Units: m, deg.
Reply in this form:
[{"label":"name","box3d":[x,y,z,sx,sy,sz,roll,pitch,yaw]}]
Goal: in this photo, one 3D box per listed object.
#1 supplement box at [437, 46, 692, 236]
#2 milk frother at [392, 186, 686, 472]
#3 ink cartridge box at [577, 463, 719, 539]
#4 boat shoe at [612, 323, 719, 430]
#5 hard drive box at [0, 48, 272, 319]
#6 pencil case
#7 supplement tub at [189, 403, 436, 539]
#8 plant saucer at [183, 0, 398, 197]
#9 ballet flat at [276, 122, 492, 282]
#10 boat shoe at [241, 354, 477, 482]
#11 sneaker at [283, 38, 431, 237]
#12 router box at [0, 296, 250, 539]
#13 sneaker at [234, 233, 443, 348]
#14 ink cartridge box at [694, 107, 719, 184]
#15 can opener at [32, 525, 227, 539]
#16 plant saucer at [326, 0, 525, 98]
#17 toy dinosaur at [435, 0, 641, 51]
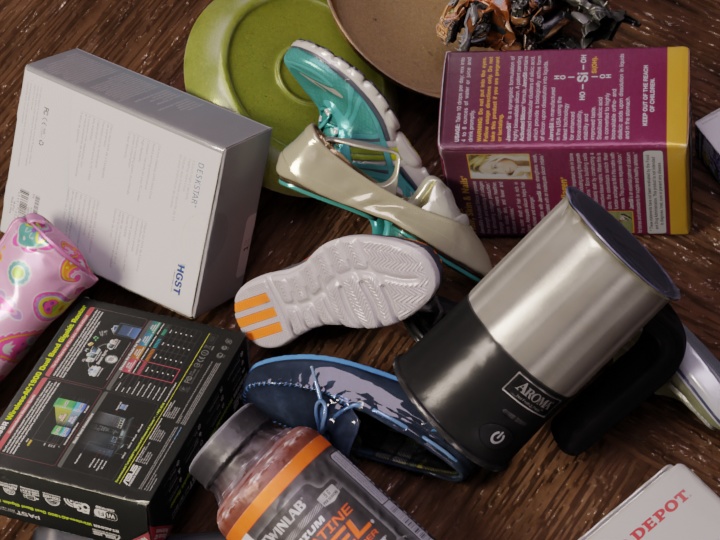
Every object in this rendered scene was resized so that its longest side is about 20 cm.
[{"label":"supplement box","box3d":[0.170,-0.103,1.721,0.200,0.131,0.103,0,58,9]},{"label":"milk frother","box3d":[0.125,0.025,1.595,0.188,0.180,0.200,-45,54,13]},{"label":"ink cartridge box","box3d":[0.246,0.260,1.520,0.145,0.083,0.200,-37,61,-13]},{"label":"boat shoe","box3d":[0.227,0.063,1.659,0.062,0.072,0.200,-47,57,10]},{"label":"hard drive box","box3d":[-0.187,-0.073,1.743,0.200,0.156,0.077,24,27,21]},{"label":"pencil case","box3d":[-0.306,0.045,1.708,0.200,0.087,0.087,-45,61,3]},{"label":"supplement tub","box3d":[-0.032,0.190,1.565,0.200,0.107,0.107,41,72,7]},{"label":"plant saucer","box3d":[-0.051,-0.160,1.785,0.200,0.031,0.200,10,67,-24]},{"label":"ballet flat","box3d":[0.031,-0.058,1.685,0.200,0.069,0.070,26,64,-10]},{"label":"boat shoe","box3d":[-0.002,0.115,1.646,0.200,0.084,0.069,7,49,16]},{"label":"sneaker","box3d":[-0.004,-0.099,1.728,0.080,0.078,0.200,-36,103,-12]},{"label":"router box","box3d":[-0.191,0.118,1.655,0.150,0.062,0.200,13,44,17]},{"label":"sneaker","box3d":[0.000,0.000,1.675,0.200,0.078,0.112,-12,12,38]},{"label":"ink cartridge box","box3d":[0.369,-0.063,1.711,0.109,0.050,0.200,-28,60,-8]},{"label":"can opener","box3d":[-0.158,0.221,1.622,0.200,0.063,0.079,-4,75,6]},{"label":"plant saucer","box3d":[0.051,-0.224,1.825,0.200,0.035,0.200,14,56,-21]},{"label":"toy dinosaur","box3d":[0.162,-0.225,1.807,0.200,0.102,0.136,-36,62,-14]}]
